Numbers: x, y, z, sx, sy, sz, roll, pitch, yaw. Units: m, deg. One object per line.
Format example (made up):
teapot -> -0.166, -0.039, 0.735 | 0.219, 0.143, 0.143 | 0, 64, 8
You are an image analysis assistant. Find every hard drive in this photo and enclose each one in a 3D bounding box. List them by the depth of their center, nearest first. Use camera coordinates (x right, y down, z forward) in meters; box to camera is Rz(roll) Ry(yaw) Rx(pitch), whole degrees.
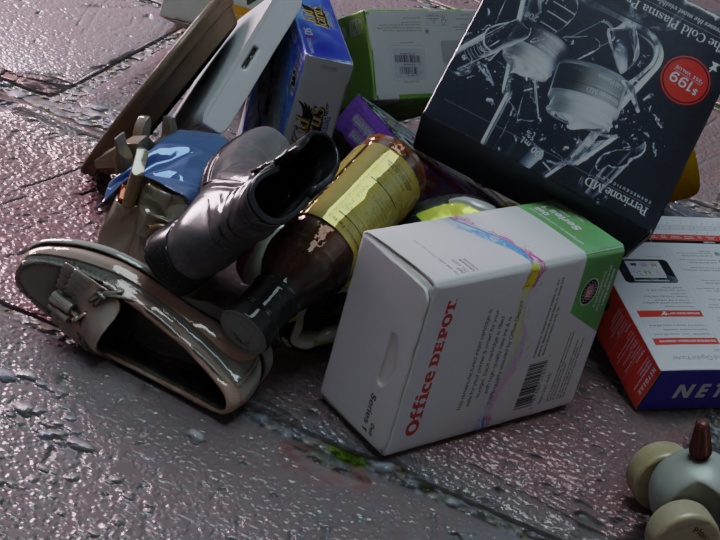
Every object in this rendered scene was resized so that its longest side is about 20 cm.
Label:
hard drive -> -0.115, -0.169, 1.365 | 0.026, 0.132, 0.200 | 32, -9, -14

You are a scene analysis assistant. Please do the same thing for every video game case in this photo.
video game case -> -0.063, -0.140, 1.369 | 0.045, 0.182, 0.200 | 9, 28, -14

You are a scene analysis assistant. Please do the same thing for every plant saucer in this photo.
plant saucer -> -0.168, -0.155, 1.350 | 0.029, 0.200, 0.200 | 39, 26, -8

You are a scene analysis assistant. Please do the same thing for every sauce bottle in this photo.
sauce bottle -> -0.028, -0.019, 1.138 | 0.066, 0.066, 0.200 | 28, 55, 22

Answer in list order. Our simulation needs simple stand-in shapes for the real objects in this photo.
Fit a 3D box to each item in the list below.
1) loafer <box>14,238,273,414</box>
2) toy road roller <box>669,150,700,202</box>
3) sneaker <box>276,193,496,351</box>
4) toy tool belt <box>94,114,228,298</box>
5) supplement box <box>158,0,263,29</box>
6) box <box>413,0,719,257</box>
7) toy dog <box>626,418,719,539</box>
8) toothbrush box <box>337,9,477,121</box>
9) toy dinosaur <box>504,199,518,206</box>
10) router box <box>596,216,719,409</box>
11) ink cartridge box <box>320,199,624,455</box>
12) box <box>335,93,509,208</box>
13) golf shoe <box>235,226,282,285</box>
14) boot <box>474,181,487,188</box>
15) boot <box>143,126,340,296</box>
loafer -> -0.161, 0.039, 1.118 | 0.199, 0.072, 0.063 | 24, 39, 7
toy road roller -> 0.272, -0.148, 1.544 | 0.122, 0.201, 0.146 | -14, 35, 1
sneaker -> 0.021, 0.010, 1.193 | 0.199, 0.076, 0.076 | -27, 31, -1
toy tool belt -> -0.145, -0.068, 1.237 | 0.124, 0.123, 0.200 | 4, 27, 8
supplement box -> -0.129, -0.275, 1.630 | 0.125, 0.074, 0.200 | 15, 6, -2
box -> 0.171, -0.141, 1.244 | 0.199, 0.183, 0.104 | 27, -10, 3
toy dog -> 0.282, 0.151, 1.104 | 0.199, 0.097, 0.132 | -2, 33, -30
toothbrush box -> 0.008, -0.186, 1.494 | 0.145, 0.087, 0.200 | -7, 0, -37
toy dinosaur -> 0.183, -0.073, 1.532 | 0.101, 0.058, 0.200 | 8, 32, -47
router box -> 0.286, 0.032, 1.332 | 0.199, 0.049, 0.180 | 2, 45, -26
ink cartridge box -> 0.082, 0.038, 1.156 | 0.199, 0.145, 0.084 | -10, 37, -40
box -> 0.079, -0.065, 1.365 | 0.200, 0.039, 0.137 | 31, 13, -40
golf shoe -> 0.000, 0.000, 1.266 | 0.199, 0.076, 0.092 | -2, 35, -28
boot -> 0.171, -0.079, 1.379 | 0.153, 0.204, 0.074 | 5, 55, -6
boot -> -0.061, -0.063, 1.128 | 0.070, 0.131, 0.200 | 48, 36, -16
